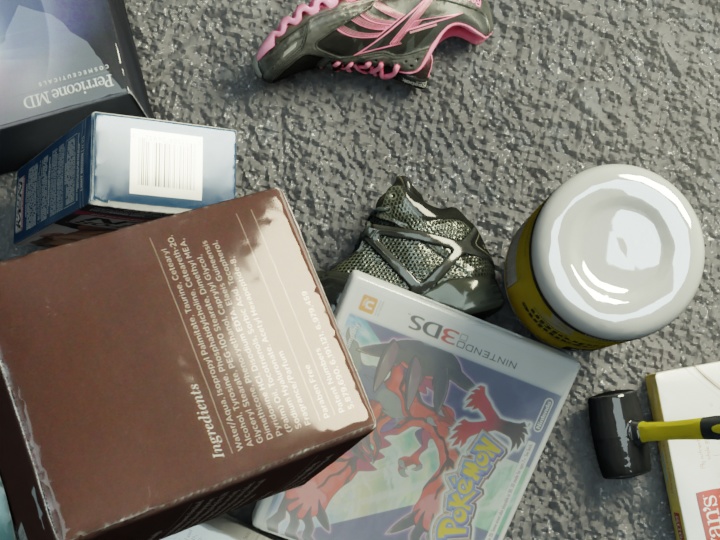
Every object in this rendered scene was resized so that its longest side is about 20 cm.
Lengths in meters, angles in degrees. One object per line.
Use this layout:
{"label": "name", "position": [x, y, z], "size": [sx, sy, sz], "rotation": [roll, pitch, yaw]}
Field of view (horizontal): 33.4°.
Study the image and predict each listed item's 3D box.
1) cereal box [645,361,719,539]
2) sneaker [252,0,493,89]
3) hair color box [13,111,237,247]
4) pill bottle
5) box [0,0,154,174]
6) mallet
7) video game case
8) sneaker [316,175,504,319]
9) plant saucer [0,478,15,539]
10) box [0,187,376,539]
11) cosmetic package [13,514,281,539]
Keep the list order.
{"label": "cereal box", "position": [0.327, 0.132, 0.907], "size": [0.197, 0.040, 0.146], "rotation": [-10, 83, -2]}
{"label": "sneaker", "position": [0.015, -0.179, 0.931], "size": [0.198, 0.079, 0.096], "rotation": [-24, 95, -2]}
{"label": "hair color box", "position": [-0.168, -0.055, 0.833], "size": [0.099, 0.199, 0.061], "rotation": [5, 82, -28]}
{"label": "pill bottle", "position": [0.160, -0.001, 0.841], "size": [0.110, 0.200, 0.114], "rotation": [0, 83, -1]}
{"label": "box", "position": [-0.277, -0.185, 0.898], "size": [0.198, 0.123, 0.201], "rotation": [-16, 85, -2]}
{"label": "mallet", "position": [0.238, 0.121, 0.841], "size": [0.041, 0.199, 0.067], "rotation": [-7, 92, -33]}
{"label": "video game case", "position": [0.039, 0.124, 0.870], "size": [0.180, 0.023, 0.202], "rotation": [21, 100, -9]}
{"label": "sneaker", "position": [0.000, 0.000, 0.904], "size": [0.197, 0.076, 0.116], "rotation": [-15, 76, -1]}
{"label": "plant saucer", "position": [-0.288, 0.168, 0.825], "size": [0.027, 0.199, 0.202], "rotation": [-13, 81, -38]}
{"label": "box", "position": [-0.126, 0.074, 0.748], "size": [0.198, 0.166, 0.166], "rotation": [-16, 76, -25]}
{"label": "cosmetic package", "position": [-0.140, 0.202, 0.858], "size": [0.198, 0.113, 0.082], "rotation": [23, 83, 3]}
